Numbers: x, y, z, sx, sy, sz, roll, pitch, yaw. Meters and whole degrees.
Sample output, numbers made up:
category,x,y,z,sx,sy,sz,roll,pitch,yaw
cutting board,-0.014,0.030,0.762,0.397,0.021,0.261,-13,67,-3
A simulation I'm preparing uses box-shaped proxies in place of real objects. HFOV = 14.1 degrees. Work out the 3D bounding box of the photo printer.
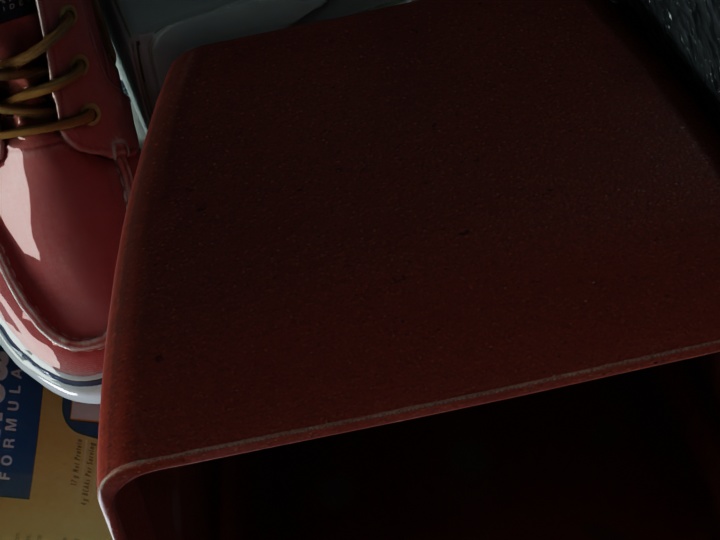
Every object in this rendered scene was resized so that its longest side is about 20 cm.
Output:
category,x,y,z,sx,sy,sz,roll,pitch,yaw
photo printer,0.085,0.095,1.053,0.200,0.069,0.167,84,165,-63

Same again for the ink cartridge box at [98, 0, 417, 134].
category,x,y,z,sx,sy,sz,roll,pitch,yaw
ink cartridge box,-0.036,-0.141,1.016,0.083,0.145,0.201,81,168,-51

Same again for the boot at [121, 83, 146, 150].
category,x,y,z,sx,sy,sz,roll,pitch,yaw
boot,-0.052,-0.071,1.104,0.200,0.072,0.091,8,-119,-63

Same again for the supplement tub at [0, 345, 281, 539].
category,x,y,z,sx,sy,sz,roll,pitch,yaw
supplement tub,-0.106,0.048,1.037,0.145,0.199,0.146,-174,90,-78

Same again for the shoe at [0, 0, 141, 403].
category,x,y,z,sx,sy,sz,roll,pitch,yaw
shoe,-0.111,-0.060,0.923,0.091,0.071,0.201,73,179,-69

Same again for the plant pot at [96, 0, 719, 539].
category,x,y,z,sx,sy,sz,roll,pitch,yaw
plant pot,0.026,0.027,0.881,0.201,0.198,0.177,78,180,-52
